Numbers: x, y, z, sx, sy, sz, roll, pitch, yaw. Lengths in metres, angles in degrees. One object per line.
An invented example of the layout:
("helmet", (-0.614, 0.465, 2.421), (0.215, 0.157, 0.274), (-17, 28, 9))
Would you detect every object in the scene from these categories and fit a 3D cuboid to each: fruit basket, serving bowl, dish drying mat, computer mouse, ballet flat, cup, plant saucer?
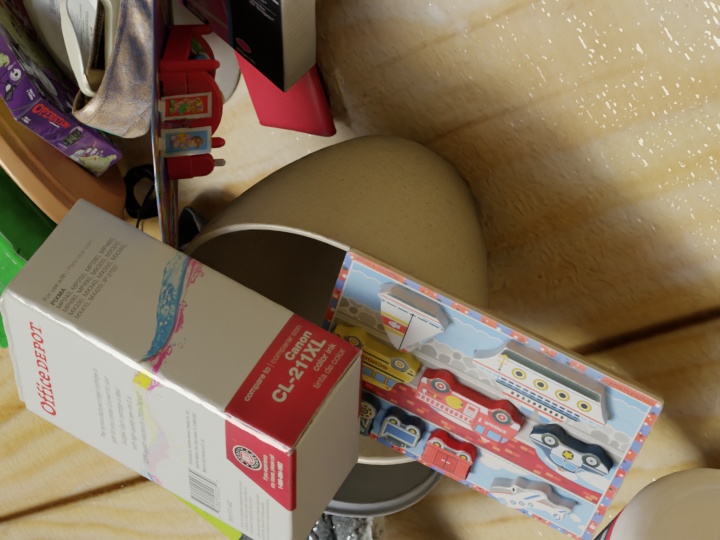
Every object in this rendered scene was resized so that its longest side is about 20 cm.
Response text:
("fruit basket", (-0.261, -0.036, 1.794), (0.185, 0.094, 0.200), (50, -168, -22))
("serving bowl", (-0.173, -0.181, 1.700), (0.200, 0.066, 0.201), (35, 144, 30))
("dish drying mat", (-0.068, -0.180, 1.602), (0.077, 0.018, 0.201), (13, 131, 46))
("computer mouse", (-0.178, -0.018, 1.900), (0.059, 0.034, 0.200), (46, 148, 15))
("ballet flat", (-0.157, -0.186, 1.582), (0.068, 0.067, 0.201), (178, 93, -69))
("cup", (0.000, 0.000, 1.542), (0.199, 0.144, 0.201), (17, 139, 15))
("plant saucer", (-0.232, -0.103, 1.793), (0.200, 0.037, 0.200), (52, -172, -10))

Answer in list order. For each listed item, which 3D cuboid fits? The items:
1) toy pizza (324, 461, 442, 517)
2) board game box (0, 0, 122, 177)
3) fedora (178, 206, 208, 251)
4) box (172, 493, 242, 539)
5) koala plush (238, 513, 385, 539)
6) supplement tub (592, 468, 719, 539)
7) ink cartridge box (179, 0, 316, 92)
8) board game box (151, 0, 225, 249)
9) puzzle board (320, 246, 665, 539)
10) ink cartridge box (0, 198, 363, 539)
("toy pizza", (-0.031, 0.081, 1.637), (0.200, 0.200, 0.032), (47, 133, 12))
("board game box", (-0.247, -0.163, 1.747), (0.200, 0.032, 0.120), (56, -175, 27))
("fedora", (-0.144, 0.054, 1.804), (0.200, 0.091, 0.202), (170, 90, -74))
("box", (-0.150, 0.120, 1.985), (0.200, 0.048, 0.122), (34, 143, 31))
("koala plush", (-0.033, 0.201, 1.756), (0.177, 0.184, 0.200), (37, 152, 24))
("supplement tub", (0.188, 0.220, 1.532), (0.140, 0.140, 0.200), (48, 148, 10))
("ink cartridge box", (-0.070, -0.184, 1.495), (0.095, 0.037, 0.200), (42, 163, 12))
("board game box", (-0.100, -0.104, 1.500), (0.158, 0.039, 0.201), (87, -178, -65))
("puzzle board", (0.065, 0.078, 1.459), (0.199, 0.017, 0.151), (26, 141, 5))
("ink cartridge box", (-0.104, 0.064, 1.476), (0.199, 0.083, 0.146), (28, 153, 14))
